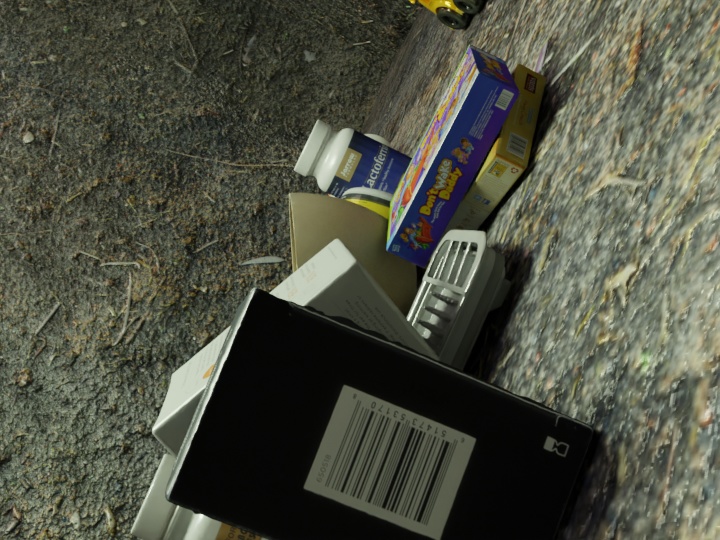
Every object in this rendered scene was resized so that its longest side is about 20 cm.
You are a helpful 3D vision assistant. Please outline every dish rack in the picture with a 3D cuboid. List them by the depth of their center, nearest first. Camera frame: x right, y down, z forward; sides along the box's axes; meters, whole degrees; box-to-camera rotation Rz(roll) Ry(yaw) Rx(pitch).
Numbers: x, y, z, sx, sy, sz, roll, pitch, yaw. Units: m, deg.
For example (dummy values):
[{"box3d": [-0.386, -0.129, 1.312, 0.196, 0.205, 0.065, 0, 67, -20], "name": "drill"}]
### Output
[{"box3d": [0.070, 0.063, 0.726, 0.172, 0.043, 0.201, -154, 89, -82], "name": "dish rack"}]

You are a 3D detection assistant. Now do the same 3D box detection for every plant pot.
[{"box3d": [-0.009, 0.007, 0.935, 0.200, 0.134, 0.201, 175, 90, -84], "name": "plant pot"}]

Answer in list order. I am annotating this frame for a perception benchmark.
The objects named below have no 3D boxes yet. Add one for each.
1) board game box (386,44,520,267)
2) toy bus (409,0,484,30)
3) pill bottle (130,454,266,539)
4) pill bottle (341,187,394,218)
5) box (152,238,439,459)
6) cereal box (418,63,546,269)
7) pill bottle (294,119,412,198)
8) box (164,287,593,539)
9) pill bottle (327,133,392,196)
[{"box3d": [0.090, -0.120, 0.848, 0.135, 0.045, 0.200, -82, 17, -64], "name": "board game box"}, {"box3d": [0.164, -0.589, 1.605, 0.136, 0.192, 0.200, -65, 9, -6], "name": "toy bus"}, {"box3d": [-0.138, 0.278, 0.888, 0.114, 0.199, 0.115, -156, 90, -82], "name": "pill bottle"}, {"box3d": [0.000, 0.000, 1.085, 0.112, 0.112, 0.201, 144, 145, -75], "name": "pill bottle"}, {"box3d": [-0.055, 0.083, 0.680, 0.200, 0.106, 0.152, -40, 12, 1], "name": "box"}, {"box3d": [0.125, -0.103, 0.878, 0.200, 0.039, 0.144, 124, 168, -51], "name": "cereal box"}, {"box3d": [-0.002, -0.168, 1.372, 0.116, 0.199, 0.116, -156, 90, -83], "name": "pill bottle"}, {"box3d": [-0.002, 0.104, 0.501, 0.200, 0.196, 0.118, 155, 138, -79], "name": "box"}, {"box3d": [0.003, -0.191, 1.752, 0.114, 0.114, 0.200, 124, 167, -53], "name": "pill bottle"}]
